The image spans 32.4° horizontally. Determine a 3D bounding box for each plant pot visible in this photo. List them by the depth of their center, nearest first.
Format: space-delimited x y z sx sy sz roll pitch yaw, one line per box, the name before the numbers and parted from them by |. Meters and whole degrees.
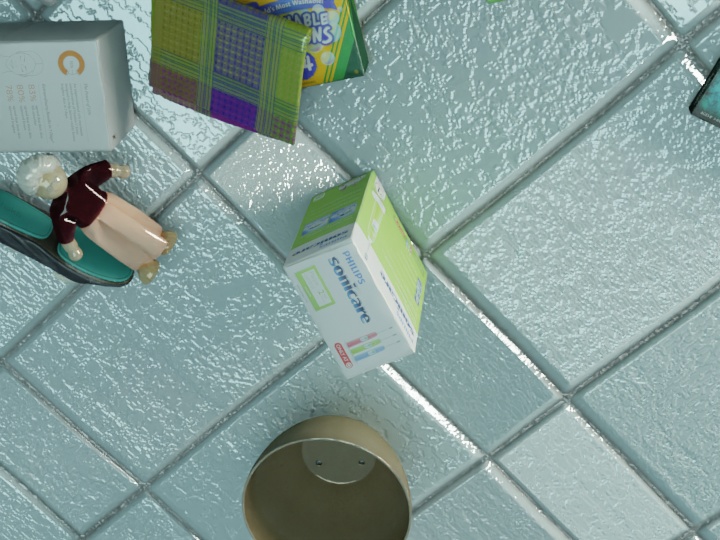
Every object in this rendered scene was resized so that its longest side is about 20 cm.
plant pot | -0.033 0.254 1.507 0.200 0.135 0.201 3 115 6

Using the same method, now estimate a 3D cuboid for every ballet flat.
ballet flat | -0.363 -0.030 1.461 0.200 0.073 0.073 28 114 -13

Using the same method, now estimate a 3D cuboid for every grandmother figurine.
grandmother figurine | -0.298 -0.070 1.392 0.200 0.061 0.121 35 71 -36

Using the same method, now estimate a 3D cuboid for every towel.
towel | -0.145 -0.227 1.320 0.200 0.023 0.144 23 126 19

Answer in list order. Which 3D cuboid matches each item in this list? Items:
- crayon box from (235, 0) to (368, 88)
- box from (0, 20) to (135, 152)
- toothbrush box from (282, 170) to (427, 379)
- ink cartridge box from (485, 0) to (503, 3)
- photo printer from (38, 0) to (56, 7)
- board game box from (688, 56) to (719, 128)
crayon box | -0.076 -0.294 1.311 0.126 0.052 0.200 -10 112 11
box | -0.362 -0.202 1.360 0.200 0.098 0.125 1 114 7
toothbrush box | 0.000 0.000 1.354 0.086 0.200 0.146 -23 110 15
ink cartridge box | 0.214 -0.332 1.208 0.200 0.146 0.084 -9 113 11
photo printer | -0.366 -0.390 1.267 0.200 0.069 0.167 28 104 -18
board game box | 0.470 -0.183 1.311 0.200 0.028 0.135 24 115 -5
